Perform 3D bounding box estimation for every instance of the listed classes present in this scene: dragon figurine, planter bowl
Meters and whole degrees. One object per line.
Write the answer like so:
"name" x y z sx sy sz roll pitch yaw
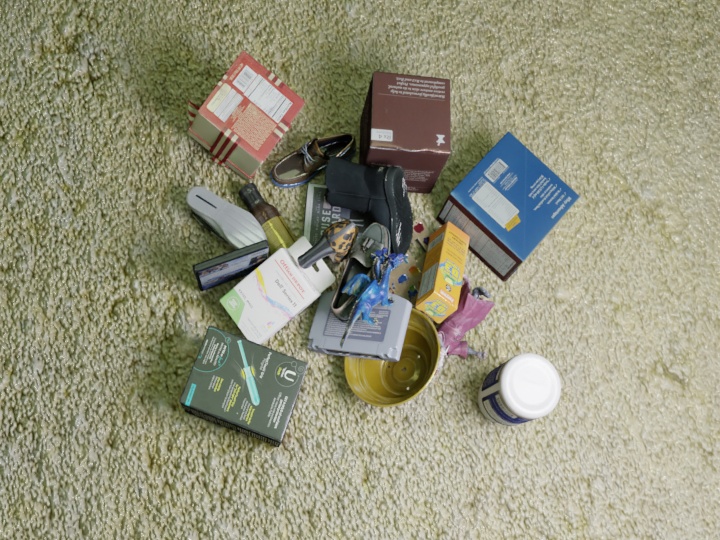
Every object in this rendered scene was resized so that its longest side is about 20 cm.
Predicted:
"dragon figurine" 0.007 0.045 1.465 0.199 0.101 0.058 -41 38 -21
"planter bowl" 0.072 0.178 1.532 0.196 0.084 0.204 -12 58 20

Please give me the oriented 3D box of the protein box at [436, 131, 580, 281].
"protein box" 0.302 -0.130 1.646 0.200 0.135 0.199 43 72 7

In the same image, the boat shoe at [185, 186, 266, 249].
"boat shoe" -0.263 -0.094 1.594 0.199 0.071 0.072 39 72 12

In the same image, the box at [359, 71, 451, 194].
"box" 0.087 -0.275 1.629 0.162 0.200 0.168 5 72 -7

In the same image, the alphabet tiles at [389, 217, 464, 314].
"alphabet tiles" 0.097 0.011 1.625 0.199 0.008 0.168 -35 86 -22

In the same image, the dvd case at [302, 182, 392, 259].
"dvd case" -0.019 -0.097 1.652 0.195 0.025 0.154 6 73 -7

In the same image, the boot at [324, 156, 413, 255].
"boot" 0.015 -0.130 1.598 0.165 0.203 0.077 12 41 30

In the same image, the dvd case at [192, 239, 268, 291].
"dvd case" -0.242 -0.007 1.501 0.140 0.200 0.018 -20 83 -12

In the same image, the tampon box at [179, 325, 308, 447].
"tampon box" -0.213 0.217 1.476 0.196 0.126 0.153 21 72 -2

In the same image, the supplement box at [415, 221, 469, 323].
"supplement box" 0.164 0.001 1.574 0.066 0.069 0.202 33 47 -18

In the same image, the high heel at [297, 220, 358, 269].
"high heel" -0.021 -0.071 1.523 0.072 0.142 0.199 56 36 -1

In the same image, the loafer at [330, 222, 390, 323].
"loafer" 0.000 0.000 1.518 0.071 0.063 0.204 18 82 27

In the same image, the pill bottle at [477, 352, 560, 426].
"pill bottle" 0.291 0.230 1.502 0.113 0.200 0.118 2 74 -7

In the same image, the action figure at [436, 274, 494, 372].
"action figure" 0.177 0.112 1.574 0.202 0.133 0.149 -54 47 7

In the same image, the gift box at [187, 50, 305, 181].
"gift box" -0.239 -0.318 1.602 0.199 0.186 0.186 42 74 -10

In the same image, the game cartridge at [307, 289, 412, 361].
"game cartridge" 0.000 0.100 1.539 0.196 0.041 0.136 4 68 28

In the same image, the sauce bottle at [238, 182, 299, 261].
"sauce bottle" -0.178 -0.085 1.607 0.064 0.065 0.202 -29 78 -15

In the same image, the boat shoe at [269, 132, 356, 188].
"boat shoe" -0.099 -0.240 1.659 0.197 0.073 0.073 -29 78 -15

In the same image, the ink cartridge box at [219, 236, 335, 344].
"ink cartridge box" -0.157 0.038 1.529 0.199 0.067 0.118 -40 86 6
